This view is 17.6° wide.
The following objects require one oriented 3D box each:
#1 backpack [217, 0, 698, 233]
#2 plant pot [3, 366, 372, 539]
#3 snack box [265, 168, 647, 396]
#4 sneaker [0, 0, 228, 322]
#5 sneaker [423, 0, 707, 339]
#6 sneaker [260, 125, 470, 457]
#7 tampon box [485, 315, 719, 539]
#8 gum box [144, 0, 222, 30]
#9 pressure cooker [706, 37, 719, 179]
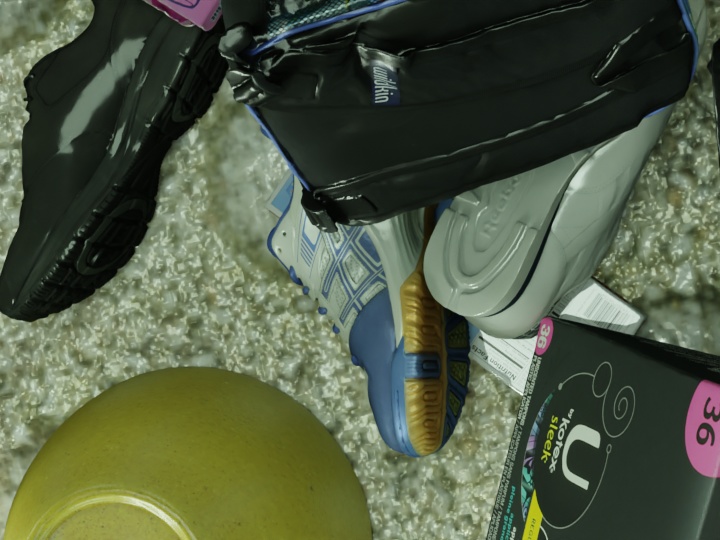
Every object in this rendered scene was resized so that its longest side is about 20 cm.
[{"bbox_3d":[0.044,-0.131,1.072,0.200,0.183,0.147,-15,64,8],"label":"backpack"},{"bbox_3d":[-0.105,0.153,1.205,0.200,0.142,0.200,0,91,12],"label":"plant pot"},{"bbox_3d":[0.049,-0.005,1.228,0.200,0.024,0.072,36,98,9],"label":"snack box"},{"bbox_3d":[-0.148,-0.067,1.253,0.091,0.076,0.200,29,87,17],"label":"sneaker"},{"bbox_3d":[0.111,-0.056,1.167,0.076,0.080,0.200,40,98,39],"label":"sneaker"},{"bbox_3d":[0.000,0.000,1.196,0.088,0.075,0.200,-11,79,20],"label":"sneaker"},{"bbox_3d":[0.162,0.119,1.099,0.126,0.200,0.150,12,93,-21],"label":"tampon box"},{"bbox_3d":[-0.128,-0.216,1.162,0.200,0.066,0.114,31,89,-16],"label":"gum box"},{"bbox_3d":[0.272,-0.045,1.103,0.200,0.176,0.179,-6,82,11],"label":"pressure cooker"}]
